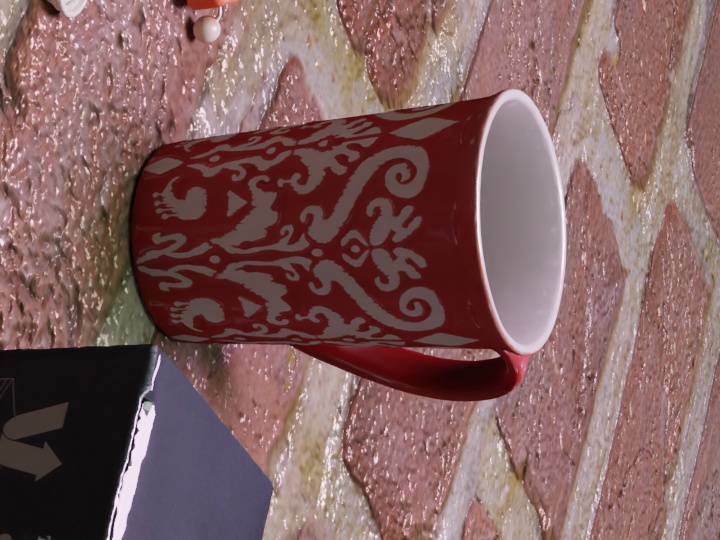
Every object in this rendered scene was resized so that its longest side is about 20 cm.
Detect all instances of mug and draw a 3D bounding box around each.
[{"bbox_3d":[-0.005,0.001,1.320,0.133,0.199,0.179,-40,124,-62],"label":"mug"}]

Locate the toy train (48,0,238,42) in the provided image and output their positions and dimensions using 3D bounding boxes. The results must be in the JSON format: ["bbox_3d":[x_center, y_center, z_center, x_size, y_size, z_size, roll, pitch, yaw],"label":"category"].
[{"bbox_3d":[-0.098,-0.192,1.309,0.200,0.055,0.151,-19,104,-66],"label":"toy train"}]

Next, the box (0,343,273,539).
[{"bbox_3d":[-0.158,0.142,0.946,0.118,0.199,0.198,55,39,-50],"label":"box"}]
